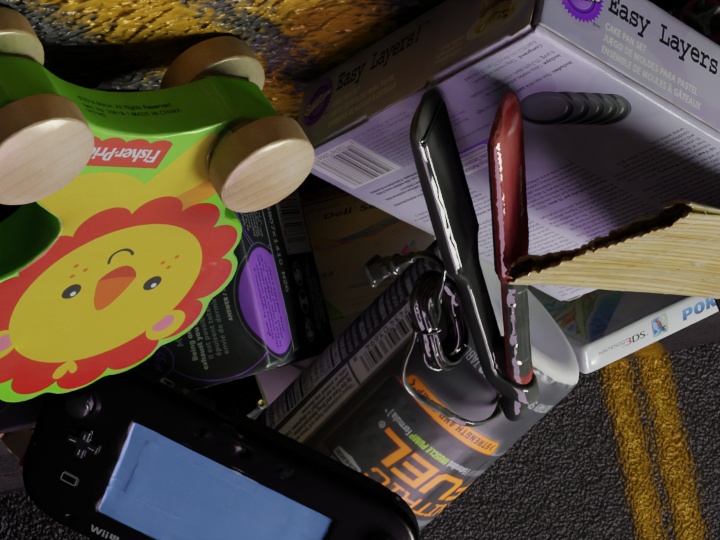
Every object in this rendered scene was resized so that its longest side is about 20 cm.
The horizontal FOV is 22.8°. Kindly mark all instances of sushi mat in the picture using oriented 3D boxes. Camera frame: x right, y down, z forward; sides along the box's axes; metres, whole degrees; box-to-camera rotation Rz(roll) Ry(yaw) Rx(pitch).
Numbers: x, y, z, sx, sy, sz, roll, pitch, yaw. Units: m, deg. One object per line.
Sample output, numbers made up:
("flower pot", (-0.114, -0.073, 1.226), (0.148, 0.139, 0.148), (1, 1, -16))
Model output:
("sushi mat", (0.156, -0.007, 0.814), (0.095, 0.012, 0.199), (-19, 165, 36))

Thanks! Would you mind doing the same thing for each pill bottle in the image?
("pill bottle", (0.012, 0.085, 0.946), (0.200, 0.106, 0.106), (-45, 159, 17))

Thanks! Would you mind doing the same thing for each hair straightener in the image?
("hair straightener", (0.042, 0.001, 0.813), (0.076, 0.041, 0.201), (6, 137, 18))

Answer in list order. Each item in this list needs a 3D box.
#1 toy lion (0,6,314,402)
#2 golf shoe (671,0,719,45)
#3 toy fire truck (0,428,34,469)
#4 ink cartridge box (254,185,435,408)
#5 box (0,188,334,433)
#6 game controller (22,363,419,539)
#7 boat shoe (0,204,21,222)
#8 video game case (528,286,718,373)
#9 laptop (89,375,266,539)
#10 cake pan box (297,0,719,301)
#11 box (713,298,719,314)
("toy lion", (-0.125, -0.014, 0.769), (0.199, 0.069, 0.192), (0, 138, -49))
("golf shoe", (0.230, -0.105, 0.872), (0.198, 0.073, 0.092), (-9, 170, -10))
("toy fire truck", (-0.185, 0.069, 1.109), (0.199, 0.142, 0.049), (7, 145, 49))
("ink cartridge box", (0.000, 0.000, 1.082), (0.116, 0.068, 0.201), (-13, -151, 11))
("box", (-0.131, 0.011, 0.958), (0.198, 0.124, 0.106), (-13, 178, 17))
("game controller", (-0.071, 0.117, 0.890), (0.199, 0.105, 0.042), (26, -157, 1))
("boat shoe", (-0.156, -0.043, 0.821), (0.198, 0.063, 0.074), (-7, 168, -35))
("video game case", (0.151, -0.008, 1.121), (0.181, 0.022, 0.200), (-23, -153, -24))
("laptop", (-0.081, 0.110, 1.148), (0.199, 0.104, 0.177), (-35, -158, -28))
("cake pan box", (0.090, -0.058, 0.836), (0.183, 0.053, 0.199), (27, 152, -25))
("box", (0.281, -0.034, 0.994), (0.199, 0.150, 0.107), (-25, -177, -44))
